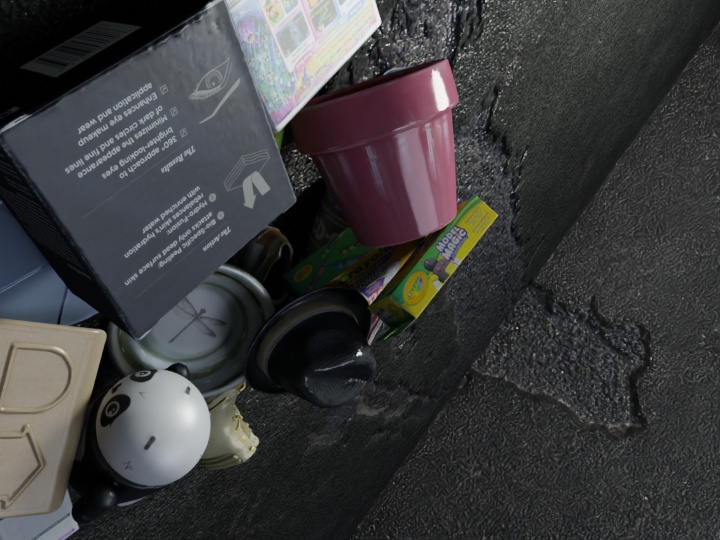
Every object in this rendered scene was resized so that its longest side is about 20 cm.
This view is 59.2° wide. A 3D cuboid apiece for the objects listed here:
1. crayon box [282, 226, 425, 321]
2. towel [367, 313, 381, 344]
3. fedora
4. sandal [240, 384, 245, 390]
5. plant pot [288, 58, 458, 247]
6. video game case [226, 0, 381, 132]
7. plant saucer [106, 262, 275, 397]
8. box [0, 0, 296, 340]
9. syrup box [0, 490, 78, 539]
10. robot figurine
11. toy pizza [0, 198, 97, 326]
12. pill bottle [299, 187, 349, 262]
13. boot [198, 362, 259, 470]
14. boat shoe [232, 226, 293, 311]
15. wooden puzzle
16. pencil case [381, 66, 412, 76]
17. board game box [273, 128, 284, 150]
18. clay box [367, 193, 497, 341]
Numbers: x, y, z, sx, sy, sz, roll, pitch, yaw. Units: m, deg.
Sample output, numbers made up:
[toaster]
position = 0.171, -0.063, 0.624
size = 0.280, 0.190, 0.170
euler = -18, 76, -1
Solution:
[crayon box]
position = 0.000, 0.000, 0.880
size = 0.200, 0.058, 0.119
euler = -37, 144, -13
[towel]
position = -0.015, 0.047, 1.045
size = 0.030, 0.200, 0.147
euler = 18, 109, -29
[fedora]
position = -0.045, 0.114, 0.813
size = 0.200, 0.092, 0.201
euler = -28, 141, -25
[sandal]
position = -0.199, 0.150, 0.944
size = 0.078, 0.070, 0.212
euler = -3, 125, -61
[plant pot]
position = 0.032, -0.134, 0.757
size = 0.200, 0.200, 0.180
euler = -34, 113, -40
[video game case]
position = -0.062, -0.262, 0.588
size = 0.200, 0.024, 0.182
euler = -54, 140, -29
[plant saucer]
position = -0.206, 0.067, 0.780
size = 0.199, 0.050, 0.201
euler = -10, 121, -17
[box]
position = -0.180, -0.090, 0.520
size = 0.197, 0.117, 0.200
euler = -45, 139, -29
[syrup box]
position = -0.382, 0.244, 0.704
size = 0.081, 0.079, 0.200
euler = -33, 149, -40
[robot figurine]
position = -0.249, 0.184, 0.693
size = 0.124, 0.151, 0.200
euler = 4, 152, -42
[toy pizza]
position = -0.275, -0.030, 0.599
size = 0.200, 0.032, 0.201
euler = -41, 152, -27
[pill bottle]
position = -0.026, -0.039, 0.965
size = 0.114, 0.114, 0.201
euler = -17, 136, -55
[boot]
position = -0.182, 0.193, 0.898
size = 0.200, 0.073, 0.156
euler = -34, 122, 2
[boat shoe]
position = -0.135, 0.034, 0.867
size = 0.075, 0.068, 0.201
euler = -30, 137, -46
[wooden puzzle]
position = -0.344, 0.131, 0.570
size = 0.200, 0.046, 0.186
euler = 16, 89, -53
[pencil case]
position = 0.061, -0.201, 0.948
size = 0.200, 0.083, 0.091
euler = 96, 16, -48
[board game box]
position = -0.118, -0.196, 0.654
size = 0.101, 0.048, 0.201
euler = -28, 145, -46
[clay box]
position = 0.081, 0.001, 0.809
size = 0.200, 0.048, 0.115
euler = -49, -178, -17
